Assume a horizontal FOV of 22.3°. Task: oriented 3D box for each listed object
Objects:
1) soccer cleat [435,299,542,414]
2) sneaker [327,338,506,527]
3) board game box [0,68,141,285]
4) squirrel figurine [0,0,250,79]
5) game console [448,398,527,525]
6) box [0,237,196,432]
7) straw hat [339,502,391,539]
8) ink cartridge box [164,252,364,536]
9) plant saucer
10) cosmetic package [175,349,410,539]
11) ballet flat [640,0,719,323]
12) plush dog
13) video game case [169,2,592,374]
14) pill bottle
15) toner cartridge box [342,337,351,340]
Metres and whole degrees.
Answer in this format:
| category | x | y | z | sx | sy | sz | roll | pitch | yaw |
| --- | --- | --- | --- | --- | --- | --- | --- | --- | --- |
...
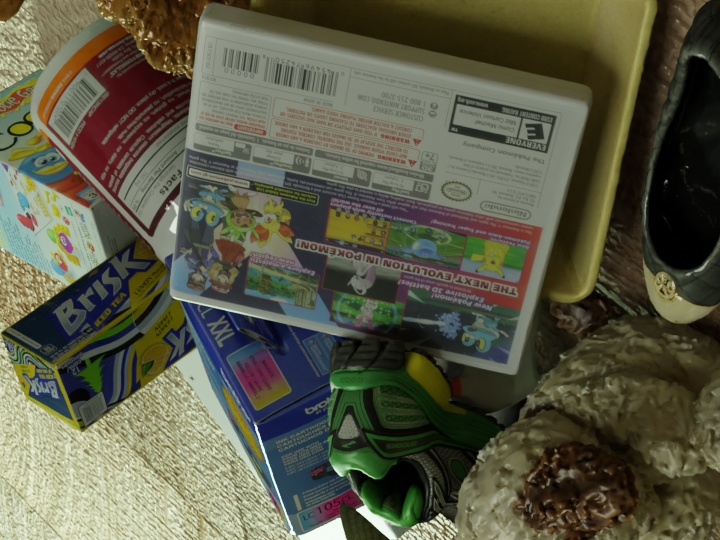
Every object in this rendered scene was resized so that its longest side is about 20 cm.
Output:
| category | x | y | z | sx | sy | sz | roll | pitch | yaw |
| --- | --- | --- | --- | --- | --- | --- | --- | --- | --- |
| soccer cleat | 0.066 | -0.015 | 1.081 | 0.069 | 0.078 | 0.200 | 6 | 106 | 63 |
| sneaker | 0.030 | 0.114 | 1.054 | 0.078 | 0.085 | 0.200 | -2 | 154 | 30 |
| board game box | -0.212 | -0.062 | 1.387 | 0.200 | 0.103 | 0.105 | 26 | 141 | 39 |
| squirrel figurine | -0.134 | -0.205 | 1.039 | 0.200 | 0.187 | 0.142 | 47 | 150 | 13 |
| game console | 0.114 | 0.147 | 1.223 | 0.200 | 0.116 | 0.176 | 44 | 119 | 17 |
| box | -0.149 | 0.025 | 1.288 | 0.070 | 0.200 | 0.064 | 24 | 139 | 41 |
| straw hat | 0.069 | 0.207 | 1.135 | 0.201 | 0.085 | 0.201 | 62 | -177 | -6 |
| ink cartridge box | -0.052 | 0.059 | 1.139 | 0.136 | 0.076 | 0.200 | 58 | 168 | 31 |
| plant saucer | 0.041 | -0.090 | 0.959 | 0.200 | 0.048 | 0.200 | 11 | 129 | 5 |
| cosmetic package | -0.044 | 0.121 | 1.391 | 0.200 | 0.052 | 0.151 | 55 | 149 | -2 |
| ballet flat | 0.162 | -0.049 | 0.902 | 0.066 | 0.057 | 0.200 | 35 | 142 | 31 |
| plush dog | 0.122 | 0.104 | 1.002 | 0.160 | 0.172 | 0.200 | 46 | 148 | 12 |
| video game case | 0.005 | -0.039 | 0.962 | 0.200 | 0.023 | 0.182 | 13 | 128 | 2 |
| pill bottle | -0.121 | -0.073 | 1.235 | 0.200 | 0.113 | 0.113 | 46 | 150 | 15 |
| toner cartridge box | 0.000 | 0.000 | 1.119 | 0.200 | 0.043 | 0.095 | 84 | 172 | -64 |
